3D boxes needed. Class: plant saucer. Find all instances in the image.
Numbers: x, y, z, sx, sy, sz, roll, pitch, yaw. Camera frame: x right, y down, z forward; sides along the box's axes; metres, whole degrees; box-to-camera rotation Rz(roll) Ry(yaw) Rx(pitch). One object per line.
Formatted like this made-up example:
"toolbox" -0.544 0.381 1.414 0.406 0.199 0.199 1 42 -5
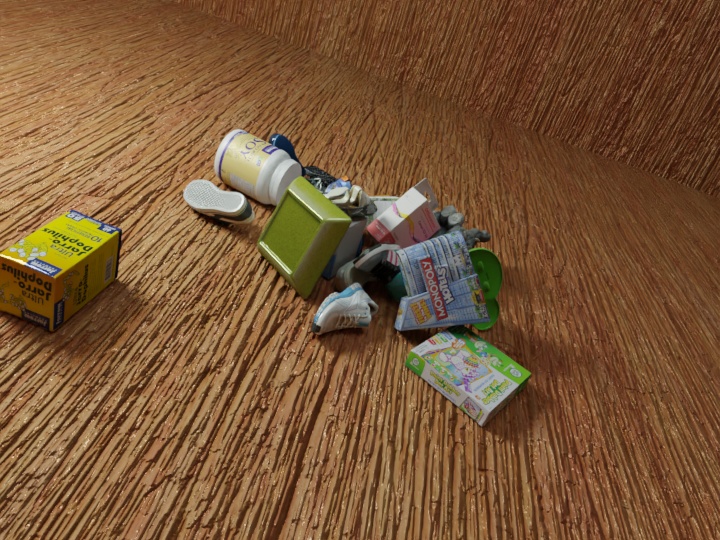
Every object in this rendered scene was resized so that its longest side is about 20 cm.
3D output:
"plant saucer" -0.138 -0.079 1.347 0.199 0.202 0.047 41 15 35

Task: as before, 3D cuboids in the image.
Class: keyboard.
"keyboard" -0.087 -0.275 1.879 0.197 0.040 0.103 32 31 22

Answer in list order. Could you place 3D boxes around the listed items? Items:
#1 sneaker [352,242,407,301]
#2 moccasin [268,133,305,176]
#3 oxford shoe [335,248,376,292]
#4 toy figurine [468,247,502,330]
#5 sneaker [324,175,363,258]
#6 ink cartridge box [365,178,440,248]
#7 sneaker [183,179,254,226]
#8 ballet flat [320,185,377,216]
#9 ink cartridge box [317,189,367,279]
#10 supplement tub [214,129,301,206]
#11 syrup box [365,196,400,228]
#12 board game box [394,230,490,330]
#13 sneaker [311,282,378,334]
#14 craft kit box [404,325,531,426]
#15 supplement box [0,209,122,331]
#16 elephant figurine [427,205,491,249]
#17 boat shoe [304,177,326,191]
"sneaker" 0.063 0.011 1.410 0.123 0.083 0.199 59 27 12
"moccasin" -0.221 -0.312 1.760 0.067 0.201 0.081 27 71 26
"oxford shoe" 0.000 0.000 1.453 0.057 0.077 0.199 -18 8 32
"toy figurine" 0.235 0.022 1.493 0.148 0.204 0.184 -29 25 -13
"sneaker" -0.038 -0.125 1.546 0.076 0.206 0.075 -14 -2 3
"ink cartridge box" 0.122 -0.118 1.556 0.068 0.199 0.117 46 -5 42
"sneaker" -0.337 -0.154 1.493 0.197 0.080 0.080 21 -17 31
"ballet flat" -0.025 -0.157 1.424 0.197 0.073 0.072 -11 41 -44
"ink cartridge box" -0.107 -0.098 1.478 0.197 0.131 0.125 29 31 18
"supplement tub" -0.267 -0.265 1.641 0.197 0.148 0.145 27 30 15
"syrup box" 0.003 -0.151 1.620 0.194 0.081 0.081 0 9 -6
"board game box" 0.153 0.042 1.331 0.195 0.205 0.062 -19 4 -8
"sneaker" -0.024 0.089 1.278 0.086 0.076 0.199 35 33 17
"craft kit box" 0.220 0.201 1.267 0.196 0.049 0.198 38 34 24
"supplement box" -0.519 -0.006 1.091 0.106 0.112 0.201 20 29 2
"elephant figurine" 0.253 -0.065 1.659 0.200 0.152 0.145 43 39 -49
"boat shoe" -0.133 -0.227 1.746 0.195 0.063 0.073 13 29 -12
